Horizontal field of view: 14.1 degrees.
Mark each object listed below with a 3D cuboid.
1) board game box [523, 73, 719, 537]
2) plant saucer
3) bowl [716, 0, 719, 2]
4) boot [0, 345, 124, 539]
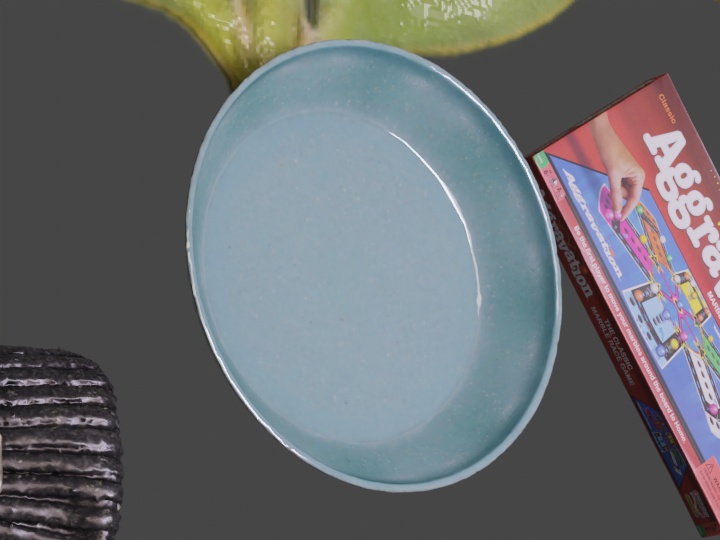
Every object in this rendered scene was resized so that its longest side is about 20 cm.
[{"bbox_3d":[0.154,0.015,1.385,0.103,0.019,0.200,-32,98,-38],"label":"board game box"},{"bbox_3d":[0.000,0.000,1.266,0.200,0.036,0.200,10,72,-35],"label":"plant saucer"},{"bbox_3d":[0.168,-0.233,1.375,0.108,0.200,0.200,19,64,0],"label":"bowl"},{"bbox_3d":[-0.172,0.113,1.084,0.158,0.079,0.211,20,67,-31],"label":"boot"}]
